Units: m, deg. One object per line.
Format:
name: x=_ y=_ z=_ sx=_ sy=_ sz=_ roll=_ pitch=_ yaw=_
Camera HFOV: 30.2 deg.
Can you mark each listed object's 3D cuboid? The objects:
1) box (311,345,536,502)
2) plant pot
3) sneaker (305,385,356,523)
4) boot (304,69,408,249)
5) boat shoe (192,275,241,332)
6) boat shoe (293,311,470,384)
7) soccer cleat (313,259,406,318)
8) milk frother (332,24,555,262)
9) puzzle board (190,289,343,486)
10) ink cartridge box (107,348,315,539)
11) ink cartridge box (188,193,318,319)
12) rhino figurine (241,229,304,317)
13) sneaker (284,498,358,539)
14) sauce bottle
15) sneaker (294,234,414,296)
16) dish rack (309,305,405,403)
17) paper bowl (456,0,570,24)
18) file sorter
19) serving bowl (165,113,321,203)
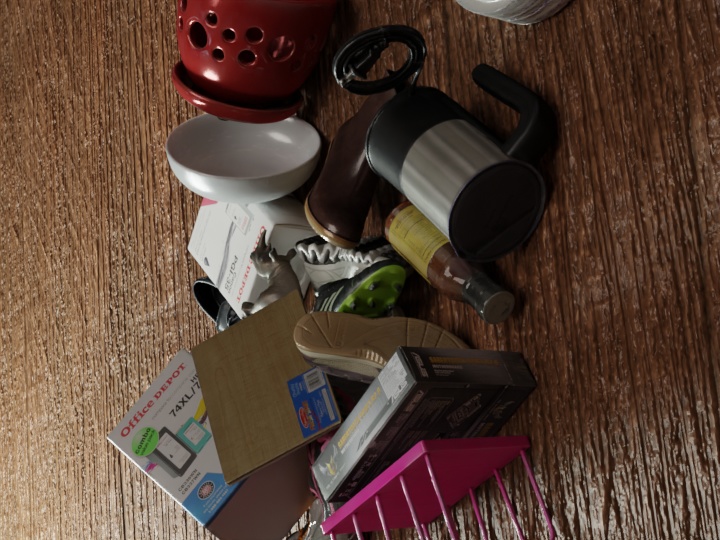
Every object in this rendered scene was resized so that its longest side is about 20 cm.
box: x=0.064 y=0.161 z=1.376 sx=0.200 sy=0.158 sz=0.048 roll=-57 pitch=45 yaw=35
plant pot: x=-0.144 y=-0.302 z=1.738 sx=0.200 sy=0.200 sz=0.183 roll=51 pitch=134 yaw=47
sneaker: x=-0.038 y=0.211 z=1.509 sx=0.095 sy=0.079 sz=0.200 roll=-61 pitch=34 yaw=30
boot: x=0.002 y=-0.133 z=1.555 sx=0.166 sy=0.072 sz=0.200 roll=-57 pitch=19 yaw=28
boat shoe: x=-0.163 y=0.068 z=1.803 sx=0.200 sy=0.062 sz=0.075 roll=45 pitch=127 yaw=37
boat shoe: x=0.026 y=0.093 z=1.461 sx=0.065 sy=0.200 sz=0.072 roll=83 pitch=-161 yaw=-58
soccer cleat: x=-0.015 y=0.035 z=1.522 sx=0.200 sy=0.067 sz=0.081 roll=-50 pitch=44 yaw=44
milk frother: x=0.076 y=-0.137 z=1.373 sx=0.188 sy=0.200 sz=0.181 roll=47 pitch=119 yaw=48
puzzle board: x=-0.108 y=0.132 z=1.522 sx=0.151 sy=0.017 sz=0.200 roll=-29 pitch=50 yaw=9
ink cartridge box: x=-0.168 y=0.223 z=1.601 sx=0.200 sy=0.146 sz=0.147 roll=32 pitch=78 yaw=37
ink cartridge box: x=-0.142 y=-0.041 z=1.783 sx=0.200 sy=0.083 sz=0.147 roll=46 pitch=123 yaw=49
rhino figurine: x=-0.101 y=0.046 z=1.645 sx=0.087 sy=0.060 sz=0.200 roll=-21 pitch=74 yaw=46
sneaker: x=-0.022 y=0.316 z=1.574 sx=0.092 sy=0.076 sz=0.200 roll=47 pitch=123 yaw=23
sauce bottle: x=0.097 y=-0.007 z=1.440 sx=0.200 sy=0.066 sz=0.066 roll=47 pitch=123 yaw=47
sneaker: x=0.000 y=0.000 z=1.589 sx=0.200 sy=0.075 sz=0.081 roll=7 pitch=109 yaw=55
dish rack: x=-0.003 y=0.123 z=1.585 sx=0.200 sy=0.044 sz=0.172 roll=-13 pitch=75 yaw=55
paper bowl: x=0.152 y=-0.363 z=1.380 sx=0.201 sy=0.104 sz=0.201 roll=-16 pitch=71 yaw=56
file sorter: x=0.080 y=0.269 z=1.355 sx=0.200 sy=0.139 sz=0.126 roll=-46 pitch=52 yaw=42
serving bowl: x=-0.150 y=-0.139 z=1.730 sx=0.200 sy=0.200 sz=0.066 roll=47 pitch=145 yaw=49
